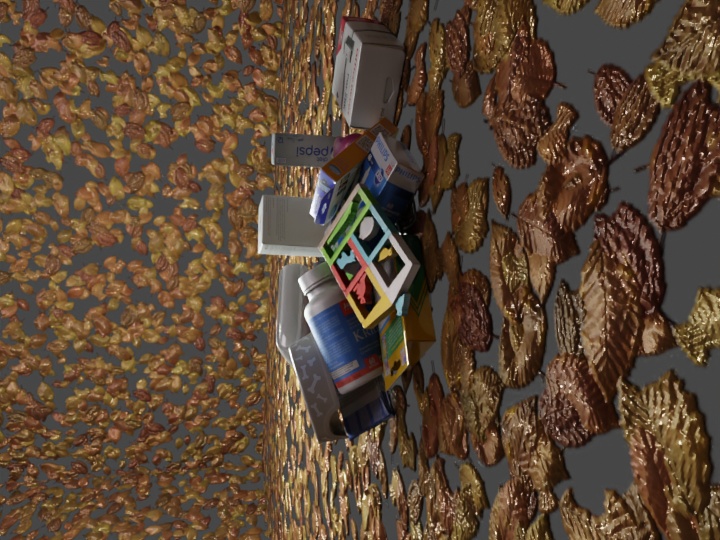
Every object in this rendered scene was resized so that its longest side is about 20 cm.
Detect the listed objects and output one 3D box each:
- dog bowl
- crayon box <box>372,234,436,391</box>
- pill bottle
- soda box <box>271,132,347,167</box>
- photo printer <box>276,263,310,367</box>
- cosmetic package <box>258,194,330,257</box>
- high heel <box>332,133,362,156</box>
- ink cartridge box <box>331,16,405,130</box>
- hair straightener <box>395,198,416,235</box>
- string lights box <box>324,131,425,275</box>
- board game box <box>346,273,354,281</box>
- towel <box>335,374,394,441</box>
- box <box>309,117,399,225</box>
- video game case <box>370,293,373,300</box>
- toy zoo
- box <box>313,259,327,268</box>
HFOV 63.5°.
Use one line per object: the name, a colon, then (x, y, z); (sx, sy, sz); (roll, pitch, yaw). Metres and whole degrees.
dog bowl: (-0.079, 0.216, 1.060); (0.200, 0.057, 0.207); (162, 91, -82)
crayon box: (0.064, 0.067, 0.895); (0.127, 0.050, 0.207); (117, 151, -60)
pill bottle: (-0.028, 0.090, 0.973); (0.205, 0.110, 0.112); (63, 160, 7)
soda box: (-0.086, -0.247, 1.206); (0.068, 0.193, 0.066); (-141, 53, -71)
photo printer: (-0.118, 0.113, 1.238); (0.167, 0.067, 0.206); (52, -148, -56)
cosmetic package: (-0.117, -0.091, 1.239); (0.085, 0.193, 0.112); (143, 129, -69)
high heel: (-0.015, -0.165, 1.152); (0.095, 0.066, 0.208); (15, 104, 53)
ink cartridge box: (0.008, -0.364, 1.067); (0.202, 0.080, 0.151); (-110, 26, -55)
hair straightener: (0.046, -0.108, 0.978); (0.200, 0.039, 0.080); (-133, 45, -64)
string lights box: (0.018, -0.104, 0.939); (0.203, 0.057, 0.104); (-59, 31, 26)
board game box: (-0.033, 0.008, 1.074); (0.200, 0.029, 0.097); (-46, 32, 33)
towel: (-0.014, 0.193, 1.072); (0.146, 0.023, 0.206); (-39, 62, 42)
box: (-0.018, -0.164, 0.995); (0.041, 0.199, 0.120); (40, 148, 11)
video game case: (0.001, -0.060, 1.202); (0.182, 0.021, 0.208); (-139, 51, -72)
toy zoo: (0.014, -0.011, 0.860); (0.132, 0.020, 0.203); (-52, 53, 30)
box: (-0.057, 0.097, 1.263); (0.137, 0.038, 0.207); (42, -139, -66)
